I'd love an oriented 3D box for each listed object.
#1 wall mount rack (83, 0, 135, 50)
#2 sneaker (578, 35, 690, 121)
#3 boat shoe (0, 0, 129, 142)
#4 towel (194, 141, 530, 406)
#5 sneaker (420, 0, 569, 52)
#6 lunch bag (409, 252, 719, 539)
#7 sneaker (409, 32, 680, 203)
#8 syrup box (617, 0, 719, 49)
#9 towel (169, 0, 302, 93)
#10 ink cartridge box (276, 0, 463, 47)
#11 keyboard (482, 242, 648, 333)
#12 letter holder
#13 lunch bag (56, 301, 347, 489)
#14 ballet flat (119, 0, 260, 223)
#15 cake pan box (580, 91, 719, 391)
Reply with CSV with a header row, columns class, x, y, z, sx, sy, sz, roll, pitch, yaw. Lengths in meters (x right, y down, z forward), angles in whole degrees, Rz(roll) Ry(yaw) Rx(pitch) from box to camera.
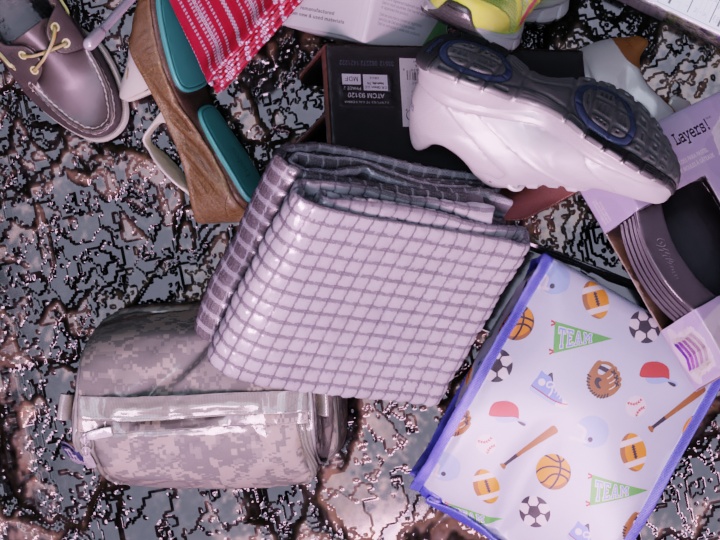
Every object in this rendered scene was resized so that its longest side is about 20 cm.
class,x,y,z,sx,sy,sz,roll,pitch,yaw
wall mount rack,-0.142,-0.254,1.695,0.199,0.074,0.175,-28,60,43
sneaker,0.222,-0.081,1.743,0.084,0.073,0.201,-22,94,-4
boat shoe,-0.254,-0.183,1.794,0.072,0.061,0.202,-38,88,6
towel,0.000,0.000,1.620,0.199,0.086,0.166,7,126,-32
sneaker,0.108,-0.221,1.676,0.078,0.200,0.091,31,119,12
lunch bag,0.151,0.114,1.713,0.169,0.124,0.201,28,86,2
sneaker,0.125,-0.092,1.604,0.199,0.075,0.087,24,129,7
syrup box,0.267,-0.213,1.732,0.199,0.079,0.082,25,93,5
towel,-0.075,-0.246,1.693,0.200,0.022,0.145,-46,54,30
ink cartridge box,0.030,-0.261,1.714,0.087,0.145,0.202,16,95,35
keyboard,0.152,0.054,1.781,0.199,0.021,0.128,22,92,5
letter holder,0.051,-0.096,1.714,0.198,0.142,0.101,0,78,-18
lunch bag,-0.114,0.093,1.734,0.198,0.168,0.141,-2,91,6
ballet flat,-0.142,-0.125,1.791,0.072,0.068,0.201,-23,93,25
cake pan box,0.266,-0.031,1.681,0.199,0.052,0.185,-24,80,-36
